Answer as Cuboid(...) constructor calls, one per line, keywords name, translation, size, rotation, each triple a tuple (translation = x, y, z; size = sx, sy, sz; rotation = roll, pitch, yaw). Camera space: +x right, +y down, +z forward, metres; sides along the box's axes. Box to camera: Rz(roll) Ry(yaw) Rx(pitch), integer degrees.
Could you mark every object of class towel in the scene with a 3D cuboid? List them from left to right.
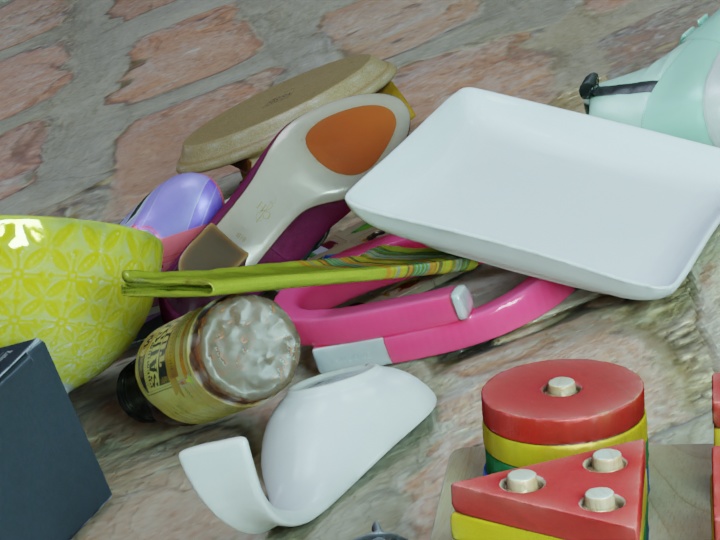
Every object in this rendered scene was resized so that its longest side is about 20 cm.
Cuboid(name="towel", translation=(-0.032, 0.000, 1.546), size=(0.200, 0.018, 0.086), rotation=(-6, 2, -42))

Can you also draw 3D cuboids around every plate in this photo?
Cuboid(name="plate", translation=(0.115, -0.041, 1.605), size=(0.199, 0.032, 0.200), rotation=(16, 29, 18))

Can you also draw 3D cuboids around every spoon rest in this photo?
Cuboid(name="spoon rest", translation=(-0.028, 0.095, 1.456), size=(0.099, 0.061, 0.200), rotation=(-13, 5, 28))

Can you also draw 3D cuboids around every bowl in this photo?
Cuboid(name="bowl", translation=(-0.218, 0.036, 1.642), size=(0.200, 0.108, 0.200), rotation=(0, -9, 0))

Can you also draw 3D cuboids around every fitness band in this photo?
Cuboid(name="fitness band", translation=(0.040, 0.008, 1.647), size=(0.200, 0.037, 0.144), rotation=(-10, 22, 28))

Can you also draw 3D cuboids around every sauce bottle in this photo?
Cuboid(name="sauce bottle", translation=(-0.095, 0.058, 1.581), size=(0.066, 0.066, 0.200), rotation=(-30, 1, -25))

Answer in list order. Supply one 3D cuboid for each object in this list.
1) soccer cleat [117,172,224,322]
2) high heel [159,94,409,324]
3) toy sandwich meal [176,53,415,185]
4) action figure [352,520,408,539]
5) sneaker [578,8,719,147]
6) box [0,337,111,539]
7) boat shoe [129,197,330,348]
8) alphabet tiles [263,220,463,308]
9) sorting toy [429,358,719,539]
Cuboid(name="soccer cleat", translation=(-0.165, 0.013, 1.764), size=(0.200, 0.067, 0.076), rotation=(-42, -17, 22))
Cuboid(name="high heel", translation=(-0.050, -0.035, 1.733), size=(0.200, 0.067, 0.096), rotation=(-37, -12, -23))
Cuboid(name="toy sandwich meal", translation=(-0.045, -0.099, 2.084), size=(0.205, 0.070, 0.205), rotation=(-24, 12, 5))
Cuboid(name="action figure", translation=(0.013, 0.156, 1.138), size=(0.130, 0.069, 0.200), rotation=(-6, 24, 0))
Cuboid(name="sneaker", translation=(0.209, -0.132, 1.810), size=(0.118, 0.074, 0.200), rotation=(-8, 23, 25))
Cuboid(name="box", translation=(-0.269, 0.132, 1.542), size=(0.200, 0.107, 0.148), rotation=(-14, 17, 30))
Cuboid(name="boat shoe", translation=(-0.111, 0.003, 1.804), size=(0.200, 0.073, 0.062), rotation=(-26, 21, 13))
Cuboid(name="alphabet tiles", translation=(0.000, 0.000, 1.796), size=(0.167, 0.008, 0.200), rotation=(-26, 16, -13))
Cuboid(name="sorting toy", translation=(0.124, 0.094, 1.098), size=(0.199, 0.070, 0.200), rotation=(-1, 20, 8))
